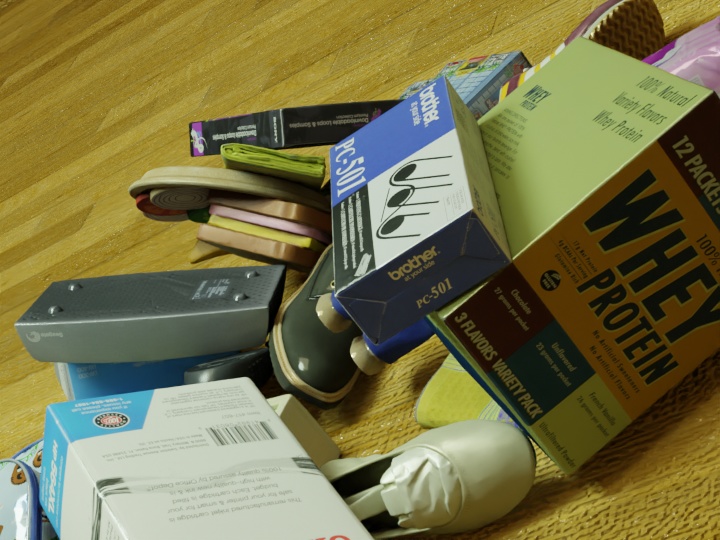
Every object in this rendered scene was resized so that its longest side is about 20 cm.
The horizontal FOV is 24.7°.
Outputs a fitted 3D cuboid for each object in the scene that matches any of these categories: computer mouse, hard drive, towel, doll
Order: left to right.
[{"bbox_3d":[-0.162,0.034,1.314,0.199,0.043,0.135,-4,15,5],"label":"hard drive"},{"bbox_3d":[-0.080,0.076,1.283,0.058,0.034,0.200,-13,3,22],"label":"computer mouse"},{"bbox_3d":[-0.074,-0.085,1.396,0.200,0.086,0.018,144,138,-86],"label":"towel"},{"bbox_3d":[0.057,-0.018,1.159,0.200,0.137,0.048,-40,-4,20],"label":"doll"},{"bbox_3d":[0.130,0.052,1.104,0.200,0.023,0.144,-5,40,53],"label":"towel"}]

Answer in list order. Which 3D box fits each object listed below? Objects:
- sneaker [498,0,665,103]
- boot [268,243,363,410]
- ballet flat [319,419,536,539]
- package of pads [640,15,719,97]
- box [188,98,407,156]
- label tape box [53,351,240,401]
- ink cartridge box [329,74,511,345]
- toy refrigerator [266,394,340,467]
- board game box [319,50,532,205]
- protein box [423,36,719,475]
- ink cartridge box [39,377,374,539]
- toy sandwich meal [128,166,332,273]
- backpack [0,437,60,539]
[{"bbox_3d":[0.167,-0.158,1.362,0.200,0.075,0.090,-47,30,-19],"label":"sneaker"},{"bbox_3d":[0.000,0.000,1.258,0.138,0.077,0.200,-54,14,34],"label":"boot"},{"bbox_3d":[0.024,0.142,1.033,0.200,0.069,0.070,-24,26,46],"label":"ballet flat"},{"bbox_3d":[0.193,-0.100,1.195,0.200,0.076,0.121,-30,11,19],"label":"package of pads"},{"bbox_3d":[-0.045,-0.122,1.407,0.142,0.036,0.200,-8,6,-28],"label":"box"},{"bbox_3d":[-0.178,0.072,1.381,0.143,0.066,0.200,-11,14,-15],"label":"label tape box"},{"bbox_3d":[0.031,-0.042,0.994,0.094,0.044,0.200,-32,24,14],"label":"ink cartridge box"},{"bbox_3d":[-0.118,0.153,1.225,0.200,0.070,0.076,-17,32,42],"label":"toy refrigerator"},{"bbox_3d":[0.040,-0.098,1.457,0.200,0.062,0.200,-50,25,-25],"label":"board game box"},{"bbox_3d":[0.133,-0.017,1.026,0.200,0.135,0.199,-40,23,-1],"label":"protein box"},{"bbox_3d":[-0.096,0.159,1.011,0.145,0.085,0.200,-5,32,-29],"label":"ink cartridge box"},{"bbox_3d":[-0.105,-0.036,1.423,0.205,0.205,0.071,-4,76,53],"label":"toy sandwich meal"},{"bbox_3d":[-0.220,0.211,1.139,0.199,0.154,0.191,-27,39,25],"label":"backpack"}]
